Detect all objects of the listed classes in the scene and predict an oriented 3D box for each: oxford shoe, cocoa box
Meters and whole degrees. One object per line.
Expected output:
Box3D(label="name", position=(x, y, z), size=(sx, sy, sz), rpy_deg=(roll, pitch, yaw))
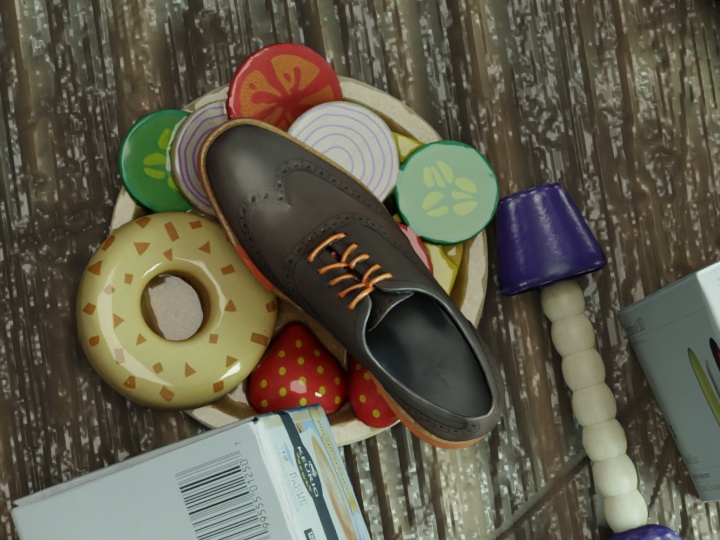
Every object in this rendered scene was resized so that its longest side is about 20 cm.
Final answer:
Box3D(label="oxford shoe", position=(0.000, 0.000, 1.378), size=(0.200, 0.073, 0.071), rpy_deg=(45, 82, 1))
Box3D(label="cocoa box", position=(-0.058, 0.178, 1.359), size=(0.133, 0.131, 0.200), rpy_deg=(-21, 86, 13))

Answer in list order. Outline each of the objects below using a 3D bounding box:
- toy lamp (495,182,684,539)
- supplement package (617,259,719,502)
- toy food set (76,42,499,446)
Box3D(label="toy lamp", position=(0.112, 0.055, 1.440), size=(0.058, 0.058, 0.200), rpy_deg=(-15, 85, -7))
Box3D(label="supplement package", position=(0.230, 0.030, 1.380), size=(0.156, 0.200, 0.111), rpy_deg=(-23, 86, -7))
Box3D(label="toy food set", position=(-0.033, -0.010, 1.438), size=(0.200, 0.049, 0.198), rpy_deg=(19, 82, -2))
